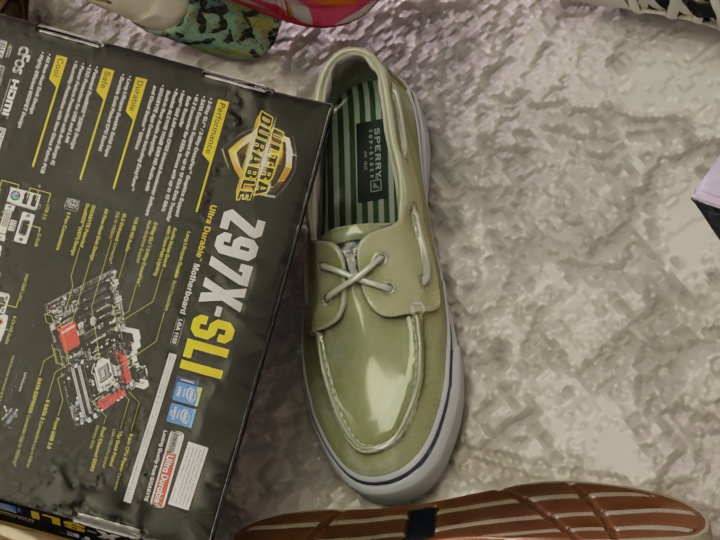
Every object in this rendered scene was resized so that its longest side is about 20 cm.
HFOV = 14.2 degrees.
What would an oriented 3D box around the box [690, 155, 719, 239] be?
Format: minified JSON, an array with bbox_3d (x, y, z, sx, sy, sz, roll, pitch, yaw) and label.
[{"bbox_3d":[0.245,-0.072,1.104,0.160,0.044,0.200,21,68,46],"label":"box"}]

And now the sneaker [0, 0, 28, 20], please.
[{"bbox_3d":[-0.176,-0.046,1.338,0.075,0.070,0.201,16,75,5],"label":"sneaker"}]

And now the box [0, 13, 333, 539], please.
[{"bbox_3d":[-0.112,0.007,1.189,0.159,0.049,0.201,15,74,-1],"label":"box"}]

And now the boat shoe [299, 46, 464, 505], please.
[{"bbox_3d":[0.000,0.000,1.242,0.071,0.062,0.201,-12,64,15],"label":"boat shoe"}]

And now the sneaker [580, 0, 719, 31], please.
[{"bbox_3d":[0.157,-0.128,1.236,0.199,0.072,0.073,5,53,22],"label":"sneaker"}]

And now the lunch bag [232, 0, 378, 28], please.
[{"bbox_3d":[-0.054,-0.214,1.276,0.199,0.082,0.177,19,70,13],"label":"lunch bag"}]

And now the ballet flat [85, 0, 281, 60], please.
[{"bbox_3d":[-0.125,-0.159,1.333,0.200,0.074,0.074,41,84,15],"label":"ballet flat"}]

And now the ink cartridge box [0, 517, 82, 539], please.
[{"bbox_3d":[-0.137,0.022,1.247,0.164,0.075,0.201,23,74,3],"label":"ink cartridge box"}]

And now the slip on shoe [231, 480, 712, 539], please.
[{"bbox_3d":[0.045,0.129,1.173,0.198,0.076,0.061,-6,104,9],"label":"slip on shoe"}]
